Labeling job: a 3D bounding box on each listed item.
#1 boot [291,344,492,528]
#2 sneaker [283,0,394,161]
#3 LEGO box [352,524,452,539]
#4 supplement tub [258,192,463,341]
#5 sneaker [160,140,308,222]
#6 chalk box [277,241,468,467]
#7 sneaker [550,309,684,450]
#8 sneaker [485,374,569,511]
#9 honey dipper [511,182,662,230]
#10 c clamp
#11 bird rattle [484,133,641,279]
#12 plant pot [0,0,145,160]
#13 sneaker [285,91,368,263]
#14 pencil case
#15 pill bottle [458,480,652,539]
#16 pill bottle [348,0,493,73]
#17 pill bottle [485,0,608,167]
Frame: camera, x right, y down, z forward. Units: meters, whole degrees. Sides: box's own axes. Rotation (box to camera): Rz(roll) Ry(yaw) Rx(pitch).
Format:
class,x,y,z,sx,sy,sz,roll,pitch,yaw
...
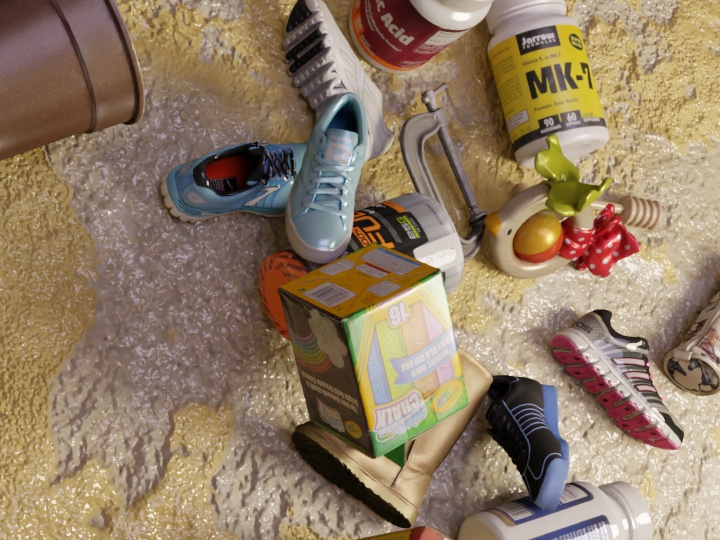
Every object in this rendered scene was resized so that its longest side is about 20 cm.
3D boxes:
class,x,y,z,sx,sy,sz,roll,pitch,yaw
boot,0.035,0.150,1.556,0.175,0.066,0.200,42,61,-21
sneaker,-0.024,-0.213,1.626,0.081,0.075,0.201,-18,87,-43
LEGO box,0.021,0.340,1.413,0.077,0.200,0.149,32,65,-15
supplement tub,0.000,0.000,1.542,0.200,0.122,0.123,-22,86,-30
sneaker,-0.106,-0.098,1.533,0.199,0.090,0.079,-16,84,-33
chalk box,0.019,0.095,1.429,0.124,0.124,0.201,-27,118,-26
sneaker,0.317,0.123,1.696,0.200,0.074,0.087,45,67,-4
sneaker,0.176,0.183,1.571,0.078,0.070,0.200,13,28,-7
honey dipper,0.273,-0.082,1.754,0.199,0.038,0.038,9,72,-23
c clamp,0.103,-0.112,1.651,0.171,0.027,0.201,-27,99,-60
bird rattle,0.222,-0.054,1.674,0.163,0.200,0.113,-28,55,1
plant pot,-0.342,-0.196,1.392,0.198,0.200,0.201,-27,89,-23
sneaker,-0.033,-0.102,1.483,0.074,0.082,0.201,8,52,-3
pencil case,0.449,0.066,1.776,0.200,0.078,0.090,-47,120,-29
pill bottle,0.215,0.293,1.576,0.199,0.111,0.111,-12,82,-29
pill bottle,0.077,-0.306,1.620,0.114,0.200,0.115,8,72,-25
pill bottle,0.216,-0.233,1.722,0.114,0.114,0.201,-10,80,-29
